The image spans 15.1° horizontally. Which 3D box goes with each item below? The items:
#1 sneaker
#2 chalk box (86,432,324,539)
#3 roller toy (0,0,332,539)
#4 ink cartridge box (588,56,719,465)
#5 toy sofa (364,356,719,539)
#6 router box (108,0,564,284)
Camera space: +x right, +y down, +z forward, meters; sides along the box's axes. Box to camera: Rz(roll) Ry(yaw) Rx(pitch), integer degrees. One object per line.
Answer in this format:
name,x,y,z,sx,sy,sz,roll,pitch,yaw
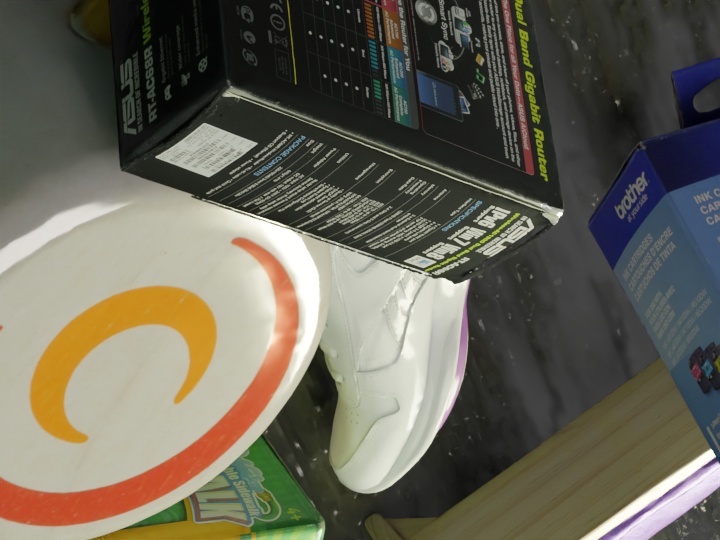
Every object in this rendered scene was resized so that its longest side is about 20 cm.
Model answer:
sneaker,0.000,0.000,1.120,0.099,0.075,0.200,5,118,-12
chalk box,-0.095,0.122,1.096,0.200,0.125,0.124,-7,123,-28
roller toy,-0.116,-0.007,0.986,0.182,0.140,0.200,-20,139,-20
ink cartridge box,0.191,0.001,1.162,0.136,0.200,0.076,-17,157,-25
toy sofa,0.112,0.108,1.226,0.200,0.098,0.083,-36,131,-6
router box,-0.013,-0.109,0.945,0.150,0.200,0.062,19,142,-36
